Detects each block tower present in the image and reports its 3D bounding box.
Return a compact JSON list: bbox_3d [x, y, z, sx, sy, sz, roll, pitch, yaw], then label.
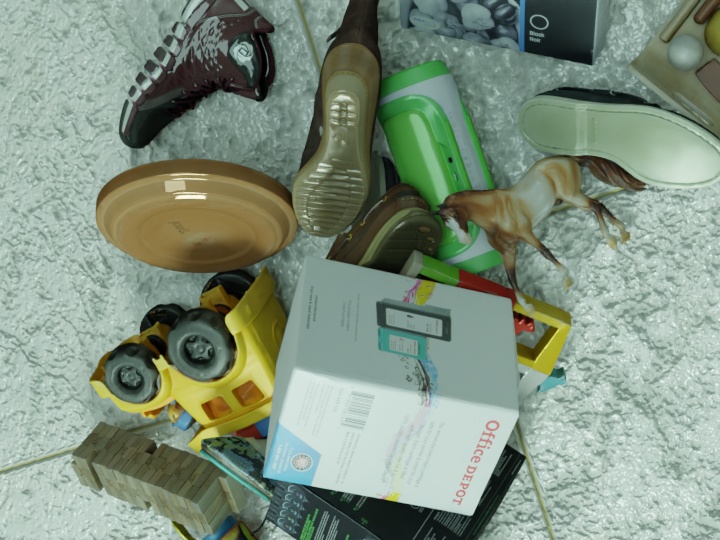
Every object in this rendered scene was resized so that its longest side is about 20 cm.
[{"bbox_3d":[-0.217,0.217,1.406,0.198,0.058,0.054,12,136,31],"label":"block tower"}]

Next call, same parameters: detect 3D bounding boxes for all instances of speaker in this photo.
[{"bbox_3d":[0.078,-0.094,1.285,0.087,0.088,0.202,-19,91,20],"label":"speaker"}]

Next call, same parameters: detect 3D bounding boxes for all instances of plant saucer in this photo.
[{"bbox_3d":[-0.159,-0.045,1.306,0.198,0.200,0.033,-12,61,19],"label":"plant saucer"}]

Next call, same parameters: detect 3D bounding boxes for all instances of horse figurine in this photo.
[{"bbox_3d":[0.175,-0.053,1.246,0.199,0.050,0.133,-35,82,-19],"label":"horse figurine"}]

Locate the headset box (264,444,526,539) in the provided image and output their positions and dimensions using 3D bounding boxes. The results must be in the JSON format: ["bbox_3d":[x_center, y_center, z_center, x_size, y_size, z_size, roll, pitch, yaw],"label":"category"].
[{"bbox_3d":[0.028,0.205,1.286,0.199,0.174,0.093,32,139,11],"label":"headset box"}]

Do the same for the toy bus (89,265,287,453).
[{"bbox_3d":[-0.148,0.119,1.378,0.198,0.136,0.193,-24,106,21],"label":"toy bus"}]

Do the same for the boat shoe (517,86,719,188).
[{"bbox_3d":[0.247,-0.129,1.231,0.197,0.066,0.075,12,122,26],"label":"boat shoe"}]

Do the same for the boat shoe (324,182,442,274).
[{"bbox_3d":[0.000,0.000,1.276,0.200,0.071,0.068,-48,41,27],"label":"boat shoe"}]

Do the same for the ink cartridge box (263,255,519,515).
[{"bbox_3d":[0.027,0.104,1.201,0.197,0.147,0.148,12,130,-8],"label":"ink cartridge box"}]

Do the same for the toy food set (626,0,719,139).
[{"bbox_3d":[0.353,-0.217,1.188,0.143,0.060,0.201,40,108,10],"label":"toy food set"}]

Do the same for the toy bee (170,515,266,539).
[{"bbox_3d":[-0.147,0.295,1.401,0.130,0.109,0.202,28,106,12],"label":"toy bee"}]

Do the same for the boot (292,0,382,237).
[{"bbox_3d":[-0.013,-0.150,1.283,0.071,0.168,0.201,12,134,-2],"label":"boot"}]

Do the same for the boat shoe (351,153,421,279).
[{"bbox_3d":[0.034,-0.016,1.336,0.062,0.072,0.203,-4,91,-24],"label":"boat shoe"}]

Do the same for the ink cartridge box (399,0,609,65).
[{"bbox_3d":[0.127,-0.285,1.201,0.196,0.044,0.201,15,144,17],"label":"ink cartridge box"}]

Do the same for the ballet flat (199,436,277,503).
[{"bbox_3d":[-0.078,0.209,1.345,0.074,0.075,0.200,-32,124,19],"label":"ballet flat"}]

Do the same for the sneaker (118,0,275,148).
[{"bbox_3d":[-0.157,-0.186,1.358,0.115,0.076,0.201,37,106,7],"label":"sneaker"}]

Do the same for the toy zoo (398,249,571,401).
[{"bbox_3d":[0.110,0.067,1.277,0.198,0.021,0.132,21,127,-14],"label":"toy zoo"}]
